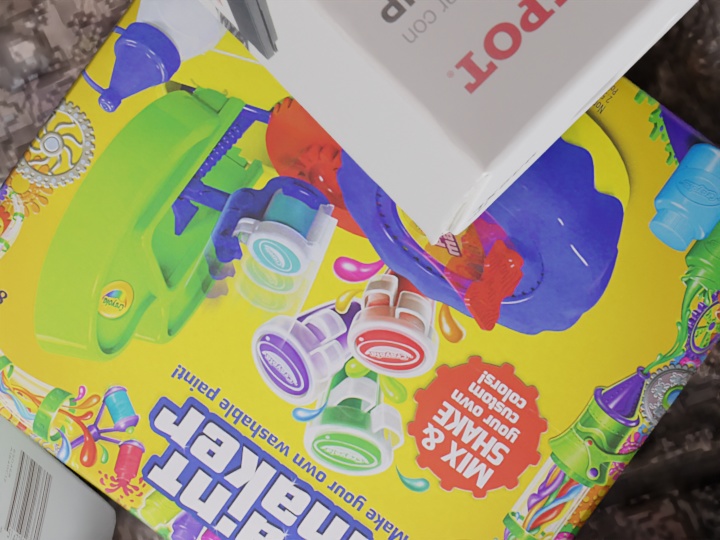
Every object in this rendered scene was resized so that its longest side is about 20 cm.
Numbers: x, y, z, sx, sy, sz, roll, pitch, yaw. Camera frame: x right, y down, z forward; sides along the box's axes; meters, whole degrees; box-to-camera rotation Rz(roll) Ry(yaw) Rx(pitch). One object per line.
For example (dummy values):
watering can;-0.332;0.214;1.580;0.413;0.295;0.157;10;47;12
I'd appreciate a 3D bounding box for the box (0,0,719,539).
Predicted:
box;0.000;0.000;0.827;0.199;0.122;0.193;36;94;2

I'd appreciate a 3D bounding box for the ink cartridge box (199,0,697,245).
ink cartridge box;0.008;-0.133;0.726;0.145;0.084;0.200;-44;87;-12

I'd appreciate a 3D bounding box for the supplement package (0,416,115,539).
supplement package;-0.215;0.111;0.897;0.198;0.191;0.148;8;72;14
